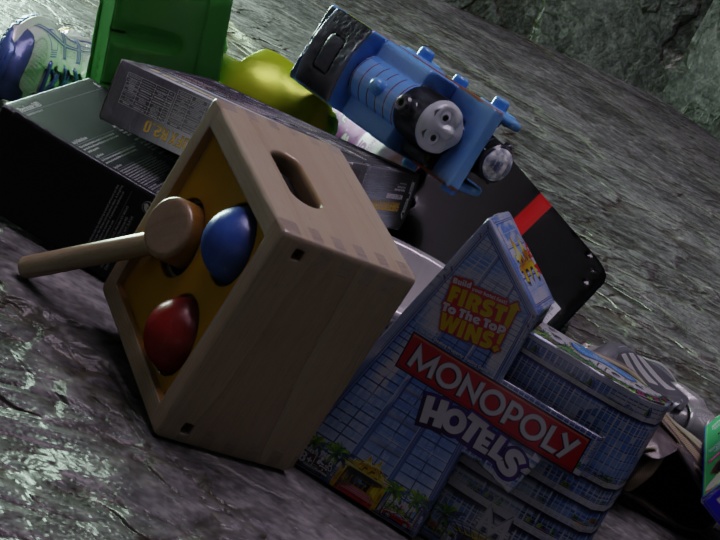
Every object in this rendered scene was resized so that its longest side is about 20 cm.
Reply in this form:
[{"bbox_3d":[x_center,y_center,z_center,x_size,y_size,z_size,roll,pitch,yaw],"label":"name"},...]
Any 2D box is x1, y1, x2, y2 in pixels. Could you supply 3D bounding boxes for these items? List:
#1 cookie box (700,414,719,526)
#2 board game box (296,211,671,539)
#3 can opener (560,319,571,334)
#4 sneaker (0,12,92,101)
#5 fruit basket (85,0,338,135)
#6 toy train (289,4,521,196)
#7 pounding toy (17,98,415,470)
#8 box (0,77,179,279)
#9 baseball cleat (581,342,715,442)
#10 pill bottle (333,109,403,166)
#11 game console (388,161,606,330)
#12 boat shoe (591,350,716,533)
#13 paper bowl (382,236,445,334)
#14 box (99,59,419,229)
[{"bbox_3d":[0.334,0.186,1.504,0.172,0.075,0.200,51,14,-3],"label":"cookie box"},{"bbox_3d":[0.083,0.077,1.257,0.199,0.201,0.062,30,13,10],"label":"board game box"},{"bbox_3d":[0.137,0.084,1.620,0.063,0.079,0.200,29,23,-11],"label":"can opener"},{"bbox_3d":[-0.253,-0.170,1.736,0.088,0.076,0.200,31,15,10],"label":"sneaker"},{"bbox_3d":[-0.121,-0.149,1.647,0.214,0.217,0.156,23,15,-21],"label":"fruit basket"},{"bbox_3d":[0.036,-0.128,1.543,0.114,0.087,0.200,25,11,-41],"label":"toy train"},{"bbox_3d":[-0.098,0.002,1.264,0.141,0.185,0.200,20,25,-32],"label":"pounding toy"},{"bbox_3d":[-0.191,-0.070,1.496,0.141,0.079,0.200,33,15,3],"label":"box"},{"bbox_3d":[0.246,0.111,1.719,0.106,0.070,0.199,36,16,28],"label":"baseball cleat"},{"bbox_3d":[0.016,-0.106,1.747,0.112,0.113,0.200,20,16,-31],"label":"pill bottle"},{"bbox_3d":[0.090,-0.009,1.592,0.177,0.031,0.200,50,50,-1],"label":"game console"},{"bbox_3d":[0.209,0.131,1.526,0.199,0.075,0.073,34,18,-23],"label":"boat shoe"},{"bbox_3d":[0.008,0.046,1.419,0.199,0.105,0.201,27,15,-8],"label":"paper bowl"},{"bbox_3d":[-0.071,-0.091,1.480,0.199,0.049,0.158,25,8,17],"label":"box"}]
